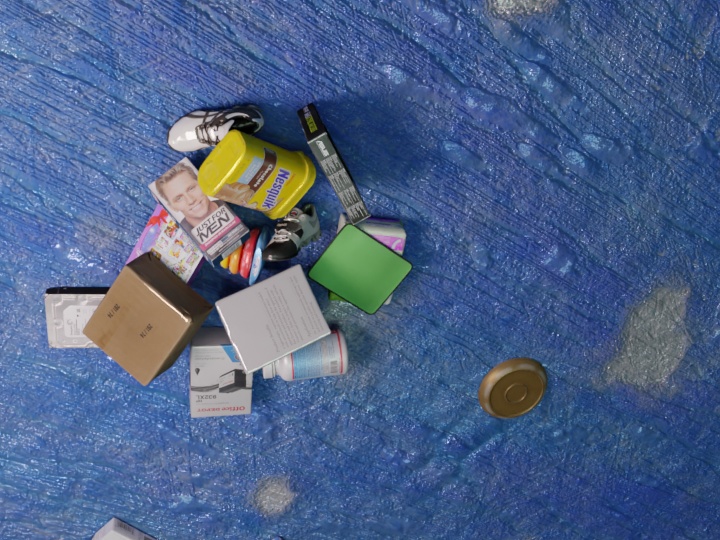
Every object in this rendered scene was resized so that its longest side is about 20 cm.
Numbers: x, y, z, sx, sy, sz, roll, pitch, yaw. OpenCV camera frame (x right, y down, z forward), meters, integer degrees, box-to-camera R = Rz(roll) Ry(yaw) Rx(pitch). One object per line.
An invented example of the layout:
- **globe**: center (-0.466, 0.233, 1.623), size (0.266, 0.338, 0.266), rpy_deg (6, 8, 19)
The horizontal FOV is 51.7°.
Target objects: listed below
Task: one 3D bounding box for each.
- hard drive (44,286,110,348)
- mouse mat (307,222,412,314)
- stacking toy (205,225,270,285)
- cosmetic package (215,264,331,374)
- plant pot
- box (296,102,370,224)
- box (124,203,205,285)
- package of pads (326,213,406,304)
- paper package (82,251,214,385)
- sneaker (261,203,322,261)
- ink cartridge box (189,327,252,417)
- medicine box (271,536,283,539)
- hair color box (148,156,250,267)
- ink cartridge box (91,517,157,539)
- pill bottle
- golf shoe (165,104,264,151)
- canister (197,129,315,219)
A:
- **hard drive**: center (-0.583, 0.104, 1.632), size (0.198, 0.038, 0.141), rpy_deg (2, 117, -14)
- **mouse mat**: center (0.000, 0.000, 1.655), size (0.199, 0.008, 0.161), rpy_deg (33, 107, -24)
- **stacking toy**: center (-0.299, -0.052, 1.591), size (0.198, 0.110, 0.117), rpy_deg (15, 113, -4)
- **cosmetic package**: center (-0.191, 0.107, 1.605), size (0.199, 0.165, 0.166), rpy_deg (-24, 89, -10)
- **plant pot**: center (0.416, 0.325, 2.000), size (0.198, 0.028, 0.201), rpy_deg (-6, 119, -11)
- **box**: center (-0.056, -0.217, 1.492), size (0.047, 0.193, 0.201), rpy_deg (-28, 120, 2)
- **box**: center (-0.406, -0.026, 1.562), size (0.136, 0.039, 0.200), rpy_deg (36, 111, 2)
- **package of pads**: center (0.014, -0.022, 1.689), size (0.153, 0.068, 0.201), rpy_deg (6, 117, -15)
- **paper package**: center (-0.438, 0.099, 1.531), size (0.190, 0.103, 0.200), rpy_deg (40, 113, 3)
- **sneaker**: center (-0.150, -0.084, 1.562), size (0.074, 0.200, 0.089), rpy_deg (7, 117, 23)
- **ink cartridge box**: center (-0.327, 0.238, 1.739), size (0.144, 0.084, 0.201), rpy_deg (-1, 118, -15)
- **medicine box**: center (-0.254, 0.884, 2.100), size (0.199, 0.103, 0.183), rpy_deg (-34, 120, 6)
- **hair color box**: center (-0.322, -0.116, 1.486), size (0.100, 0.061, 0.200), rpy_deg (-41, 84, -13)
- **ink cartridge box**: center (-0.655, 0.759, 1.974), size (0.200, 0.047, 0.160), rpy_deg (-40, 120, 16)
- **pill bottle**: center (-0.133, 0.201, 1.752), size (0.198, 0.109, 0.109), rpy_deg (-6, 119, -10)
- **golf shoe**: center (-0.287, -0.278, 1.458), size (0.199, 0.095, 0.078), rpy_deg (-18, 114, -3)
- **canister**: center (-0.206, -0.189, 1.478), size (0.149, 0.087, 0.199), rpy_deg (-45, 148, 23)
